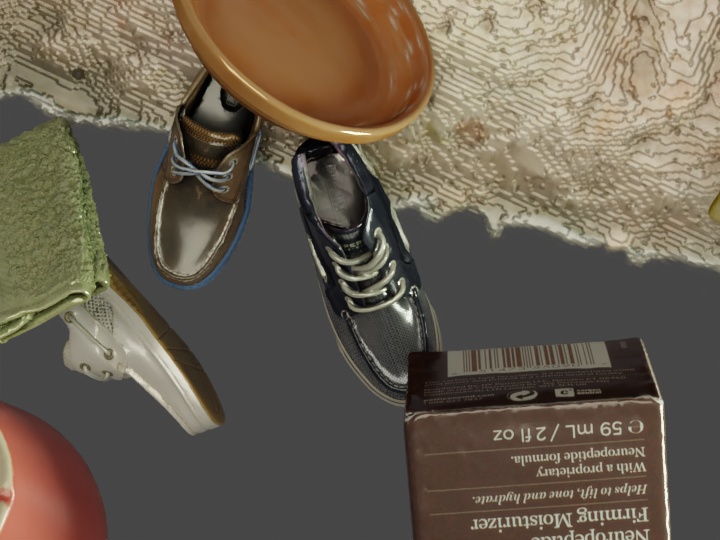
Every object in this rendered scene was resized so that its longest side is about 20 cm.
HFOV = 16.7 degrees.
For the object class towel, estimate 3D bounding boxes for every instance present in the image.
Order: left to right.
[{"bbox_3d":[-0.243,-0.020,1.639,0.148,0.200,0.037,-24,129,7],"label":"towel"}]

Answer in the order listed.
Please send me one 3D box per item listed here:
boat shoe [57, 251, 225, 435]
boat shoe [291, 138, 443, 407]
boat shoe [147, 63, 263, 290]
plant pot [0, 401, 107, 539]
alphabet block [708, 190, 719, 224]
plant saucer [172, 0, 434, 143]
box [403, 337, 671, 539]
[{"bbox_3d":[-0.174,0.045,1.687,0.069,0.071,0.200,-42,78,3],"label":"boat shoe"},{"bbox_3d":[0.000,0.000,1.662,0.074,0.093,0.201,-23,88,3],"label":"boat shoe"},{"bbox_3d":[-0.105,-0.085,1.678,0.072,0.072,0.201,14,90,5],"label":"boat shoe"},{"bbox_3d":[-0.276,0.163,1.612,0.200,0.177,0.201,-2,71,5],"label":"plant pot"},{"bbox_3d":[0.373,-0.086,1.561,0.200,0.195,0.197,34,60,2],"label":"alphabet block"},{"bbox_3d":[-0.043,-0.161,1.636,0.200,0.200,0.037,44,130,3],"label":"plant saucer"},{"bbox_3d":[0.116,0.161,1.600,0.165,0.164,0.201,-4,102,2],"label":"box"}]
